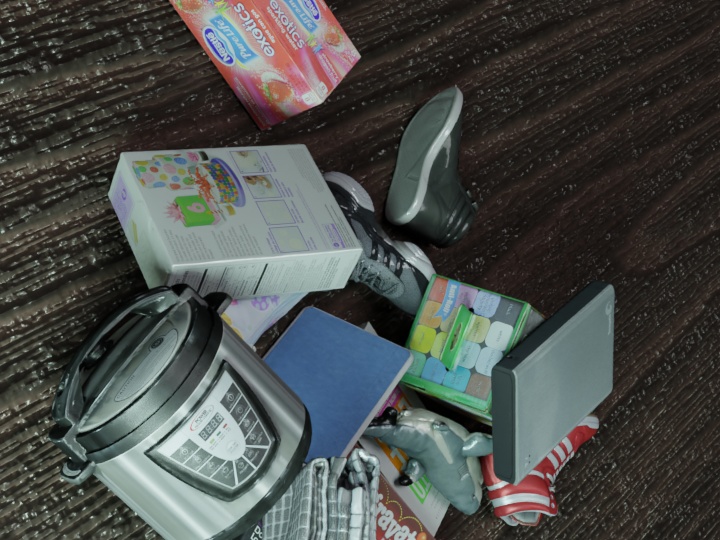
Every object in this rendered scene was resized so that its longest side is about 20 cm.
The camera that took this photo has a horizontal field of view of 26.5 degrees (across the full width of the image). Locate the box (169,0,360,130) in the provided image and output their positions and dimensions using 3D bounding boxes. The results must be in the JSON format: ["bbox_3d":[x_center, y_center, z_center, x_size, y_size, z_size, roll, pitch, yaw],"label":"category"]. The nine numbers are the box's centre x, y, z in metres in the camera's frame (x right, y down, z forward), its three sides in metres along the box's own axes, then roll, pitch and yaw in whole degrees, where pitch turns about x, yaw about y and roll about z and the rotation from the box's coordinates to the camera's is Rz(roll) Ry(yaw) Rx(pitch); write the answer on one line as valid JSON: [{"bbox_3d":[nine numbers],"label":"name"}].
[{"bbox_3d":[-0.105,-0.263,1.582,0.200,0.095,0.103,54,43,-19],"label":"box"}]

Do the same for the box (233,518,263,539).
[{"bbox_3d":[-0.098,0.334,1.401,0.143,0.036,0.200,51,45,-22],"label":"box"}]

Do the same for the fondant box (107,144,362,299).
[{"bbox_3d":[-0.117,-0.046,1.430,0.199,0.058,0.145,-5,50,-32],"label":"fondant box"}]

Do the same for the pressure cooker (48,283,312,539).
[{"bbox_3d":[-0.163,0.121,1.311,0.200,0.178,0.176,48,25,-23],"label":"pressure cooker"}]

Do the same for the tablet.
[{"bbox_3d":[-0.044,0.117,1.503,0.130,0.014,0.200,24,43,14],"label":"tablet"}]

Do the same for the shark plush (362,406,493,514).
[{"bbox_3d":[0.066,0.186,1.551,0.200,0.091,0.084,30,77,-50],"label":"shark plush"}]

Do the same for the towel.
[{"bbox_3d":[-0.041,0.265,1.332,0.085,0.166,0.201,7,69,-10],"label":"towel"}]

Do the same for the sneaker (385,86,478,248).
[{"bbox_3d":[0.096,-0.113,1.769,0.099,0.071,0.200,40,55,-33],"label":"sneaker"}]

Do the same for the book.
[{"bbox_3d":[0.026,0.171,1.600,0.200,0.048,0.134,56,37,-15],"label":"book"}]

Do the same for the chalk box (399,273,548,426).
[{"bbox_3d":[0.125,0.088,1.615,0.200,0.124,0.125,34,77,-55],"label":"chalk box"}]

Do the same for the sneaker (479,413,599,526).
[{"bbox_3d":[0.212,0.230,1.756,0.200,0.071,0.113,-8,77,-41],"label":"sneaker"}]

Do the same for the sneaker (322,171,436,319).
[{"bbox_3d":[0.000,0.000,1.614,0.200,0.075,0.114,49,46,-15],"label":"sneaker"}]

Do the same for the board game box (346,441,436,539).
[{"bbox_3d":[0.010,0.267,1.505,0.103,0.019,0.200,-49,123,-17],"label":"board game box"}]

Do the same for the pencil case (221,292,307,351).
[{"bbox_3d":[-0.106,0.024,1.469,0.200,0.090,0.083,-48,136,-48],"label":"pencil case"}]

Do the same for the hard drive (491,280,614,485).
[{"bbox_3d":[0.203,0.114,1.597,0.200,0.033,0.140,-36,132,-43],"label":"hard drive"}]
